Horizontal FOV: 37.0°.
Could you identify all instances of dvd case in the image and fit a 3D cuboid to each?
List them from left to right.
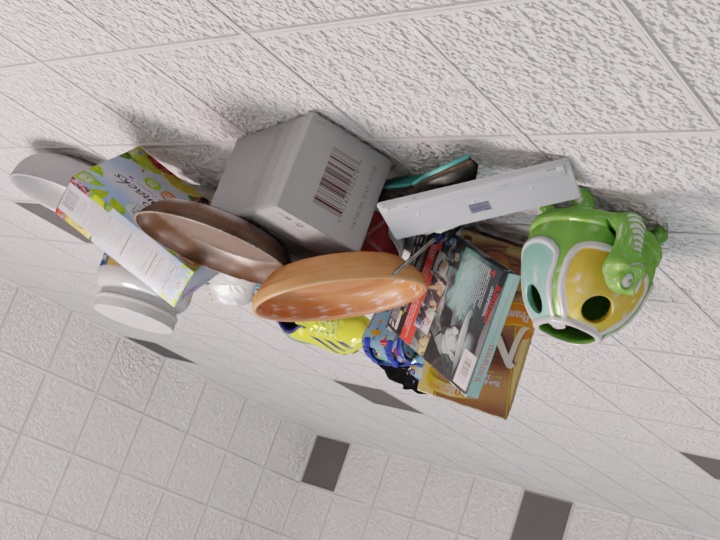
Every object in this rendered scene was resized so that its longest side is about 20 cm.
[{"bbox_3d":[0.101,0.037,1.236,0.022,0.148,0.200,11,-166,-28],"label":"dvd case"}]

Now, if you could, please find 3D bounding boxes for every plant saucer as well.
[{"bbox_3d":[-0.162,-0.034,1.237,0.198,0.032,0.200,20,165,6],"label":"plant saucer"},{"bbox_3d":[-0.025,0.018,1.200,0.197,0.038,0.200,-7,167,-2],"label":"plant saucer"}]

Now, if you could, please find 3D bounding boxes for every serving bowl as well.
[{"bbox_3d":[-0.439,-0.130,1.671,0.197,0.067,0.200,19,165,5],"label":"serving bowl"}]

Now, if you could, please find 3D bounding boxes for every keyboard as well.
[{"bbox_3d":[0.117,-0.069,1.070,0.197,0.011,0.056,-12,143,21],"label":"keyboard"}]

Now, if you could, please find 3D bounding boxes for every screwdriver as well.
[{"bbox_3d":[0.074,-0.025,1.178,0.028,0.200,0.030,8,118,23],"label":"screwdriver"}]

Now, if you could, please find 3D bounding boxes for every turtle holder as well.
[{"bbox_3d":[0.242,0.005,1.091,0.140,0.133,0.184,31,162,-35],"label":"turtle holder"}]

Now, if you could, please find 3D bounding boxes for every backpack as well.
[{"bbox_3d":[0.118,0.074,1.403,0.134,0.184,0.199,35,166,-26],"label":"backpack"}]

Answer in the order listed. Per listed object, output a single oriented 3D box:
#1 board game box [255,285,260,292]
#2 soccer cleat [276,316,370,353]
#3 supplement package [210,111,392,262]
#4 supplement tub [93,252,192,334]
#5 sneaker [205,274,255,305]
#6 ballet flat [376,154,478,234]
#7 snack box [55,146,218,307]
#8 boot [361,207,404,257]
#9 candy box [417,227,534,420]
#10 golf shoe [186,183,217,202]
[{"bbox_3d":[-0.095,0.027,1.800,0.149,0.048,0.200,23,165,-9],"label":"board game box"},{"bbox_3d":[-0.063,0.090,1.736,0.199,0.066,0.083,4,157,47],"label":"soccer cleat"},{"bbox_3d":[-0.075,-0.087,1.224,0.116,0.118,0.199,28,164,-27],"label":"supplement package"},{"bbox_3d":[-0.305,-0.022,1.591,0.142,0.203,0.145,14,164,4],"label":"supplement tub"},{"bbox_3d":[-0.264,-0.003,1.786,0.197,0.074,0.117,19,129,5],"label":"sneaker"},{"bbox_3d":[0.077,-0.076,1.147,0.067,0.069,0.200,-22,-174,-20],"label":"ballet flat"},{"bbox_3d":[-0.268,-0.062,1.405,0.199,0.068,0.169,37,-153,6],"label":"snack box"},{"bbox_3d":[0.000,0.000,1.382,0.071,0.146,0.200,16,166,13],"label":"boot"},{"bbox_3d":[0.151,0.062,1.282,0.114,0.203,0.055,17,-172,12],"label":"candy box"},{"bbox_3d":[-0.182,-0.091,1.495,0.197,0.079,0.098,18,145,0],"label":"golf shoe"}]
